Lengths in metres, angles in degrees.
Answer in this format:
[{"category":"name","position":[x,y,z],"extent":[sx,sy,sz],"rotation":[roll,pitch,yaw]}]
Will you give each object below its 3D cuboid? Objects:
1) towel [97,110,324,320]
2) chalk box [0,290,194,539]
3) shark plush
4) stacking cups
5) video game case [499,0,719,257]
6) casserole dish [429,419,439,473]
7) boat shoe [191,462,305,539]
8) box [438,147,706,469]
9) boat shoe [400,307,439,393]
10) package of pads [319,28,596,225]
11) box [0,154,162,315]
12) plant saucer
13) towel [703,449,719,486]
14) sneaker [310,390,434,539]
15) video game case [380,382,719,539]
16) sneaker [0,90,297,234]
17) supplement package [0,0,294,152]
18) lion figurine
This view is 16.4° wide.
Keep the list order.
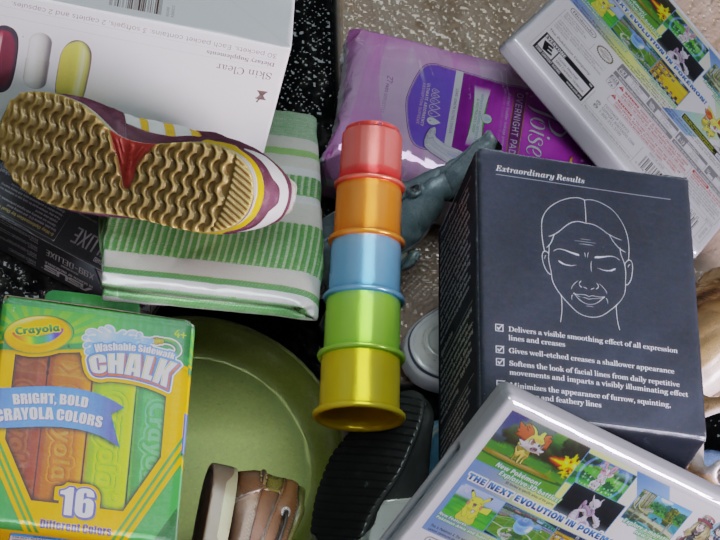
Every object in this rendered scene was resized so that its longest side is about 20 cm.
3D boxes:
[{"category":"towel","position":[-0.100,-0.044,1.651],"extent":[0.152,0.023,0.200],"rotation":[6,40,-9]},{"category":"chalk box","position":[-0.174,0.097,1.559],"extent":[0.125,0.124,0.200],"rotation":[6,61,-9]},{"category":"shark plush","position":[0.012,-0.022,1.685],"extent":[0.200,0.083,0.091],"rotation":[-22,71,9]},{"category":"stacking cups","position":[0.000,0.000,1.604],"extent":[0.060,0.061,0.200],"rotation":[4,71,-9]},{"category":"video game case","position":[0.207,-0.124,1.784],"extent":[0.200,0.022,0.182],"rotation":[49,43,-3]},{"category":"casserole dish","position":[0.110,0.157,1.668],"extent":[0.200,0.039,0.121],"rotation":[9,61,-7]},{"category":"boat shoe","position":[-0.077,0.223,1.553],"extent":[0.068,0.072,0.200],"rotation":[11,84,-10]},{"category":"box","position":[0.133,0.038,1.614],"extent":[0.148,0.107,0.200],"rotation":[8,58,-10]},{"category":"boat shoe","position":[0.126,0.035,1.720],"extent":[0.200,0.066,0.072],"rotation":[-7,64,-15]},{"category":"package of pads","position":[0.073,-0.090,1.771],"extent":[0.200,0.076,0.121],"rotation":[14,60,-4]},{"category":"box","position":[-0.193,-0.074,1.725],"extent":[0.200,0.050,0.158],"rotation":[27,61,4]},{"category":"plant saucer","position":[-0.110,0.126,1.645],"extent":[0.200,0.031,0.200],"rotation":[5,61,-9]},{"category":"towel","position":[0.249,0.219,1.656],"extent":[0.111,0.049,0.200],"rotation":[8,62,-6]},{"category":"sneaker","position":[0.016,0.179,1.610],"extent":[0.088,0.074,0.200],"rotation":[28,75,-35]},{"category":"video game case","position":[0.115,0.178,1.541],"extent":[0.200,0.182,0.022],"rotation":[27,21,-25]},{"category":"sneaker","position":[-0.138,-0.064,1.600],"extent":[0.200,0.090,0.075],"rotation":[19,96,24]},{"category":"supplement package","position":[-0.151,-0.168,1.673],"extent":[0.200,0.111,0.156],"rotation":[10,40,-7]},{"category":"lion figurine","position":[0.236,0.065,1.700],"extent":[0.122,0.073,0.200],"rotation":[16,43,44]}]
